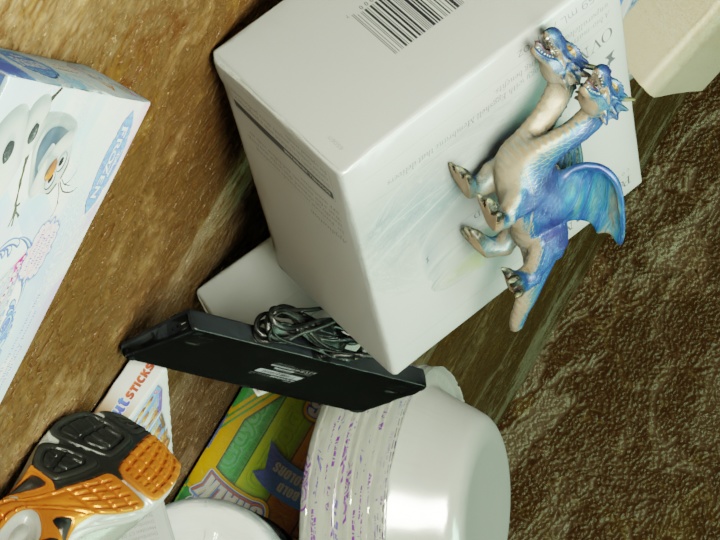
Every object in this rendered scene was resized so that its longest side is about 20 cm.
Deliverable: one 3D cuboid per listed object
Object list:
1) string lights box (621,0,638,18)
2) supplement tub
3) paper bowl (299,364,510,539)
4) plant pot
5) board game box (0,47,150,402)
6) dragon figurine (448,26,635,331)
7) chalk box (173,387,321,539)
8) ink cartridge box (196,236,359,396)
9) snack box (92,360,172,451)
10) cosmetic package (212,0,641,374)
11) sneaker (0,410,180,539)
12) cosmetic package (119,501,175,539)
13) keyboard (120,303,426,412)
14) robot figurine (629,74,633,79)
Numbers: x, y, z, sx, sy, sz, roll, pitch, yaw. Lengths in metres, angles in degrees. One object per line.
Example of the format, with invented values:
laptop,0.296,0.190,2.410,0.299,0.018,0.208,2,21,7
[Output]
string lights box,0.157,-0.264,1.586,0.059,0.102,0.201,-49,163,-50
supplement tub,-0.096,0.219,1.779,0.123,0.122,0.200,-60,172,-4
paper bowl,0.038,0.165,1.805,0.200,0.104,0.202,2,90,-71
plant pot,0.219,-0.254,1.798,0.177,0.200,0.200,-41,172,17
board game box,-0.178,0.001,1.140,0.201,0.043,0.199,-63,169,6
dragon figurine,0.108,-0.039,1.439,0.099,0.059,0.201,-29,136,-11
chalk box,-0.065,0.183,1.953,0.201,0.124,0.124,-60,170,-14
ink cartridge box,0.000,0.000,1.723,0.145,0.084,0.200,-35,174,18
snack box,-0.147,0.121,1.662,0.072,0.024,0.200,-55,168,-22
cosmetic package,0.044,-0.084,1.496,0.199,0.123,0.200,-38,148,-15
sneaker,-0.181,0.153,1.491,0.200,0.076,0.092,-36,162,-50
cosmetic package,-0.128,0.238,1.594,0.071,0.201,0.102,-15,160,-7
keyboard,-0.041,0.043,1.591,0.199,0.104,0.040,15,65,-42
robot figurine,0.193,-0.234,2.117,0.150,0.125,0.200,-35,158,-28
